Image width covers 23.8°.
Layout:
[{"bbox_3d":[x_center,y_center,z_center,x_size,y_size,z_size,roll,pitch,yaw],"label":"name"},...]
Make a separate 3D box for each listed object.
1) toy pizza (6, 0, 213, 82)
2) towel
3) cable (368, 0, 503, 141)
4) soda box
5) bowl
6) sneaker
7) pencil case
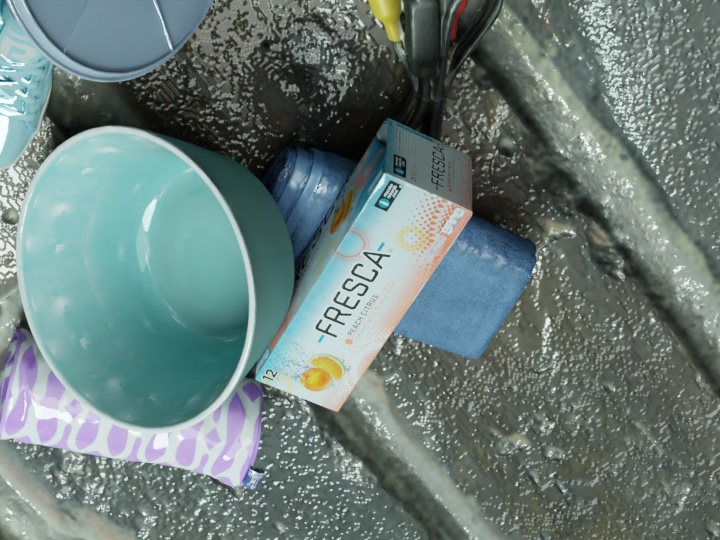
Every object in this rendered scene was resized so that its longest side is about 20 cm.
[{"bbox_3d":[-0.153,-0.217,1.045,0.199,0.031,0.203,-22,118,-48],"label":"toy pizza"},{"bbox_3d":[0.017,-0.015,1.200,0.198,0.049,0.112,22,127,-15],"label":"towel"},{"bbox_3d":[0.047,-0.143,1.171,0.096,0.051,0.202,-9,128,-13],"label":"cable"},{"bbox_3d":[0.000,0.000,1.141,0.068,0.064,0.201,22,126,-15],"label":"soda box"},{"bbox_3d":[-0.121,-0.002,1.136,0.199,0.105,0.203,8,105,32],"label":"bowl"},{"bbox_3d":[-0.224,-0.150,1.090,0.073,0.082,0.202,11,112,-12],"label":"sneaker"},{"bbox_3d":[-0.164,0.100,1.220,0.198,0.085,0.086,16,135,-14],"label":"pencil case"}]
